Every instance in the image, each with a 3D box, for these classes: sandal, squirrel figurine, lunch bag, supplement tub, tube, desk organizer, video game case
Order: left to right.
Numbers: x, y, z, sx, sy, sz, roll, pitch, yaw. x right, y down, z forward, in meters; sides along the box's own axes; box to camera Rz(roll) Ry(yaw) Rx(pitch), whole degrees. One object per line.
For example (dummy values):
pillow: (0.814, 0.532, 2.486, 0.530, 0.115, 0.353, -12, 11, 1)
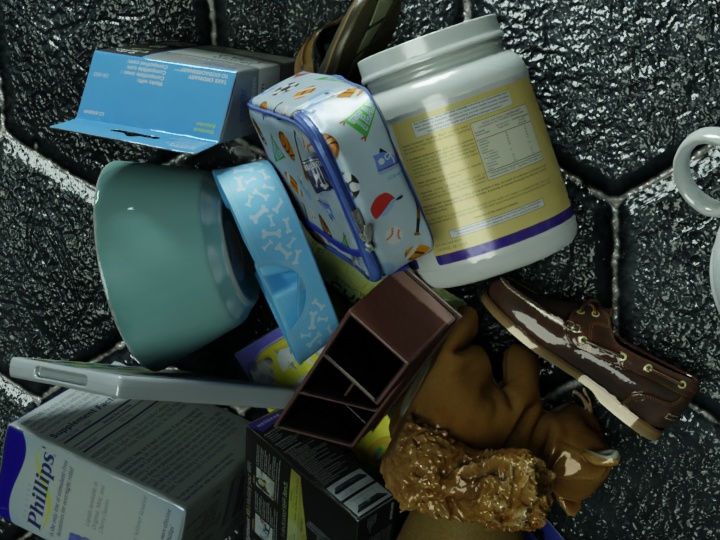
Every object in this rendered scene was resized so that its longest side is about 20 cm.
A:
video game case: (-0.193, 0.105, 1.179, 0.182, 0.200, 0.022, 3, 86, 46)
sandal: (-0.031, -0.179, 1.138, 0.055, 0.082, 0.200, 40, 123, 15)
lunch bag: (-0.017, -0.075, 1.031, 0.075, 0.200, 0.160, -27, 113, -11)
tube: (0.000, 0.000, 1.184, 0.200, 0.058, 0.052, 36, 71, 5)
desk organizer: (0.001, 0.089, 1.098, 0.072, 0.077, 0.200, 42, 138, 9)
supplement tub: (0.087, -0.099, 1.067, 0.145, 0.145, 0.200, -16, 97, 25)
squirrel figurine: (0.123, 0.159, 1.092, 0.186, 0.200, 0.142, 29, 129, -2)

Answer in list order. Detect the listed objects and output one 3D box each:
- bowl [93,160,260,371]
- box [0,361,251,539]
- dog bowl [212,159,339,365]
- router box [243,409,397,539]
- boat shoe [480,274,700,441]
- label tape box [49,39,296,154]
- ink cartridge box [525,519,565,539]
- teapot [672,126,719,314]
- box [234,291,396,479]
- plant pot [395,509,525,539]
bowl: (-0.159, -0.015, 1.176, 0.105, 0.201, 0.201, -12, 99, 9)
box: (-0.220, 0.198, 1.250, 0.200, 0.184, 0.105, 22, 113, 16)
dog bowl: (-0.070, -0.010, 1.113, 0.050, 0.112, 0.200, -24, 125, -7)
router box: (-0.043, 0.250, 1.204, 0.157, 0.052, 0.200, 35, 135, 34)
boat shoe: (0.201, 0.061, 1.107, 0.200, 0.070, 0.070, 36, 110, 3)
label tape box: (-0.157, -0.158, 1.120, 0.144, 0.200, 0.063, 11, 108, 19)
ink cartridge box: (0.109, 0.302, 1.226, 0.200, 0.037, 0.095, -42, 86, 24)
teapot: (0.342, 0.000, 0.988, 0.146, 0.197, 0.200, -21, 61, 61)
box: (-0.023, 0.136, 1.229, 0.117, 0.048, 0.200, -32, 92, 26)
plant pot: (0.085, 0.307, 1.133, 0.186, 0.186, 0.200, 9, 94, 20)
